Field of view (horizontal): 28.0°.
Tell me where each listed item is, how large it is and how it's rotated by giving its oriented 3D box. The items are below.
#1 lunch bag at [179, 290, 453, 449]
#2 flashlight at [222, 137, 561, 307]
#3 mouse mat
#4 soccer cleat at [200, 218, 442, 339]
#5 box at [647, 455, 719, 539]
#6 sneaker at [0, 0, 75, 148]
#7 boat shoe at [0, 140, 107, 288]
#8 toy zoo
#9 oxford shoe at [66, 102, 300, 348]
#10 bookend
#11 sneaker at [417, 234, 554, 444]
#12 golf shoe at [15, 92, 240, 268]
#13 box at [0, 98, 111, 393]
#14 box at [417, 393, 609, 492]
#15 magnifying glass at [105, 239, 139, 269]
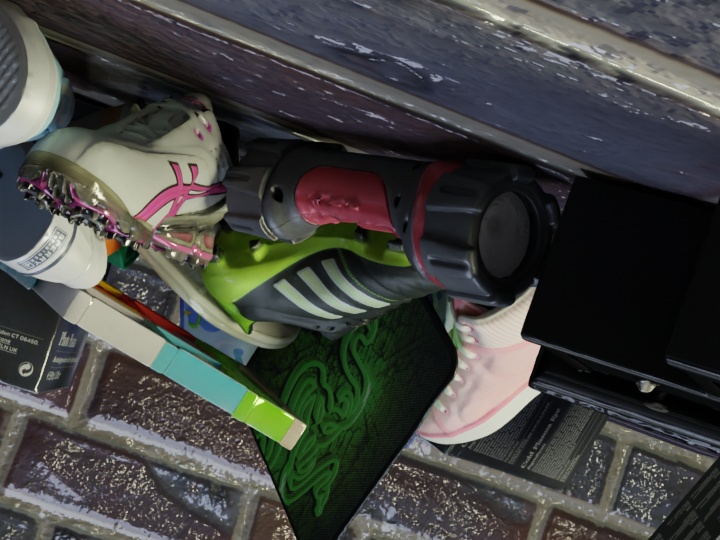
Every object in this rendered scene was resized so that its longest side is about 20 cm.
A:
[{"bbox_3d":[-0.031,0.035,1.019,0.200,0.161,0.082,18,-154,22],"label":"lunch bag"},{"bbox_3d":[0.005,-0.028,0.722,0.068,0.068,0.200,1,-174,-43],"label":"flashlight"},{"bbox_3d":[-0.015,0.068,0.918,0.008,0.200,0.161,5,-139,-35],"label":"mouse mat"},{"bbox_3d":[0.000,0.000,0.842,0.200,0.068,0.081,-4,132,30],"label":"soccer cleat"},{"bbox_3d":[0.290,0.152,0.915,0.160,0.200,0.044,23,-155,-29],"label":"box"},{"bbox_3d":[-0.176,-0.098,0.739,0.082,0.074,0.200,14,-172,-32],"label":"sneaker"},{"bbox_3d":[-0.207,-0.059,0.852,0.065,0.074,0.200,41,-166,-50],"label":"boat shoe"},{"bbox_3d":[-0.135,0.039,0.901,0.200,0.020,0.131,34,179,-24],"label":"toy zoo"},{"bbox_3d":[-0.103,-0.028,0.908,0.200,0.058,0.075,47,-160,-17],"label":"oxford shoe"},{"bbox_3d":[0.149,0.022,0.587,0.199,0.092,0.200,18,174,24],"label":"bookend"},{"bbox_3d":[0.074,0.037,0.876,0.105,0.075,0.200,28,139,-30],"label":"sneaker"},{"bbox_3d":[-0.116,-0.058,0.757,0.073,0.092,0.200,23,-179,11],"label":"golf shoe"},{"bbox_3d":[-0.243,-0.023,1.039,0.123,0.198,0.200,17,176,-5],"label":"box"},{"bbox_3d":[0.078,0.074,1.173,0.200,0.104,0.182,34,-174,39],"label":"box"},{"bbox_3d":[-0.159,-0.029,0.957,0.022,0.080,0.200,30,-168,-2],"label":"magnifying glass"}]
